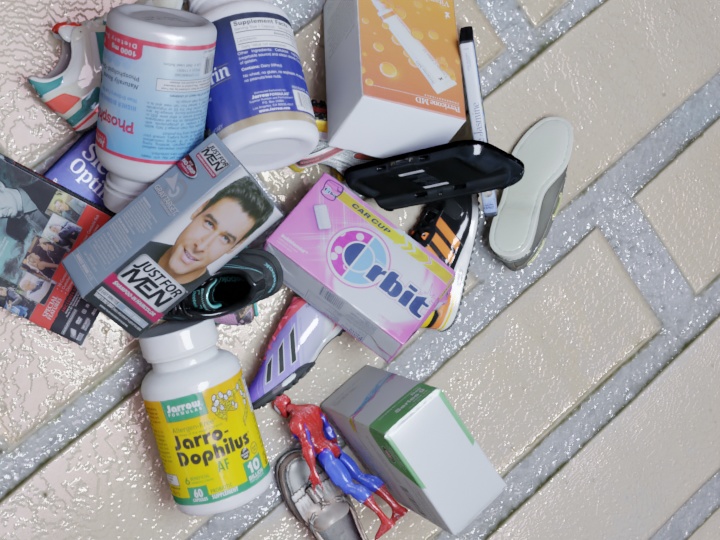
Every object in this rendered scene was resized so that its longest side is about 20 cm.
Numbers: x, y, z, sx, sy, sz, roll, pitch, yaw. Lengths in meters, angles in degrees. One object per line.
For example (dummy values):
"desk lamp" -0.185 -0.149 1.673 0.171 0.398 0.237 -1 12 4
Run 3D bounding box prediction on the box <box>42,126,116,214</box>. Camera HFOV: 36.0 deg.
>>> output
"box" -0.266 -0.095 1.200 0.121 0.032 0.200 46 77 -18

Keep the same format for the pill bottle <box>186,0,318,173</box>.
"pill bottle" -0.120 -0.214 1.179 0.115 0.116 0.201 -9 76 -20

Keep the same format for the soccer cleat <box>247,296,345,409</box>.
"soccer cleat" -0.071 0.074 1.275 0.073 0.068 0.200 45 76 -5

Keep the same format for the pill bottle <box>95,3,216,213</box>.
"pill bottle" -0.211 -0.159 1.121 0.108 0.109 0.201 2 113 -21

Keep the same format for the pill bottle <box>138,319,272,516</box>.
"pill bottle" -0.174 0.154 1.211 0.112 0.113 0.201 -18 100 -19

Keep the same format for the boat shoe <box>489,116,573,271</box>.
"boat shoe" 0.215 -0.096 1.372 0.203 0.072 0.060 -67 152 -17

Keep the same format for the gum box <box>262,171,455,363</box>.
"gum box" 0.000 0.000 1.241 0.200 0.066 0.114 37 63 3

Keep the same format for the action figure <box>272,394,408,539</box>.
"action figure" -0.032 0.220 1.277 0.200 0.052 0.065 50 32 8

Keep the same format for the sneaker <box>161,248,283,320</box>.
"sneaker" -0.185 0.017 1.181 0.199 0.079 0.076 -11 104 11

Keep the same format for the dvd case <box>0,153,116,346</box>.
"dvd case" -0.347 -0.027 1.152 0.199 0.022 0.146 28 99 -17

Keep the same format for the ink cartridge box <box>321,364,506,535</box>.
"ink cartridge box" 0.055 0.198 1.257 0.087 0.200 0.146 -40 106 -17

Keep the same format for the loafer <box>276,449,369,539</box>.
"loafer" -0.028 0.299 1.305 0.072 0.063 0.201 -34 105 -16

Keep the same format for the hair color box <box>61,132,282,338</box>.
"hair color box" -0.187 -0.033 1.113 0.200 0.061 0.099 -40 144 -1

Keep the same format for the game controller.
"game controller" 0.078 -0.105 1.212 0.104 0.199 0.042 31 61 -41

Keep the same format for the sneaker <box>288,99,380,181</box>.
"sneaker" -0.001 -0.146 1.287 0.199 0.078 0.083 3 117 -24

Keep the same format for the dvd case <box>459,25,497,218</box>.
"dvd case" 0.136 -0.175 1.284 0.017 0.143 0.201 -8 107 8

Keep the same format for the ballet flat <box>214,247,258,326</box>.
"ballet flat" -0.154 -0.036 1.232 0.071 0.069 0.201 -4 99 -16

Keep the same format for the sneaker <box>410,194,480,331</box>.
"sneaker" 0.082 -0.029 1.319 0.090 0.070 0.201 8 93 -25

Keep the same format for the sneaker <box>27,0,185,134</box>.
"sneaker" -0.268 -0.246 1.166 0.093 0.070 0.200 39 83 -25

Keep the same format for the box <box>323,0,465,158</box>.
"box" 0.034 -0.233 1.225 0.124 0.098 0.201 9 60 -22
